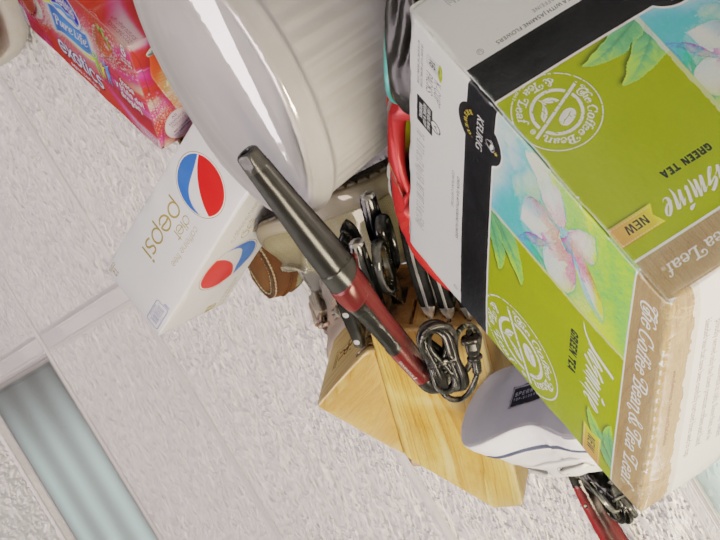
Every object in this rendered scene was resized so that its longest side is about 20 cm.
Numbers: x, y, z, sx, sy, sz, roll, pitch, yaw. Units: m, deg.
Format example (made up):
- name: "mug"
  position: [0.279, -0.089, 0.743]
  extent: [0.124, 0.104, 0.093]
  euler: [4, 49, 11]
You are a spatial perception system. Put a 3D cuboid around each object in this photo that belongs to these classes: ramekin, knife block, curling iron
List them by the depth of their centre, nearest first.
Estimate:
- name: "curling iron"
  position: [0.000, 0.000, 1.717]
  extent: [0.200, 0.050, 0.026]
  euler: [45, -165, -15]
- name: "ramekin"
  position: [-0.049, -0.138, 1.769]
  extent: [0.203, 0.094, 0.203]
  euler: [51, 162, 23]
- name: "knife block"
  position: [0.061, 0.038, 1.798]
  extent: [0.200, 0.064, 0.176]
  euler: [31, 131, -15]
- name: "curling iron"
  position: [0.176, 0.197, 1.834]
  extent: [0.050, 0.026, 0.200]
  euler: [31, 149, 63]

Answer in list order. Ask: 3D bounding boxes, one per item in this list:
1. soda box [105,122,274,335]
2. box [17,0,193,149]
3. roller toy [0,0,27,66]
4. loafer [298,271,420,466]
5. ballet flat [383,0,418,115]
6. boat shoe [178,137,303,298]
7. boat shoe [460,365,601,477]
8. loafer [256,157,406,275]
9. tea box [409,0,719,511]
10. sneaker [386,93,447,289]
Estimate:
- name: "soda box"
  position: [-0.094, -0.046, 1.959]
  extent: [0.064, 0.068, 0.200]
  euler: [50, 135, 15]
- name: "box"
  position: [-0.154, -0.183, 1.975]
  extent: [0.200, 0.100, 0.096]
  euler: [43, 158, 42]
- name: "roller toy"
  position: [-0.378, -0.232, 2.458]
  extent: [0.183, 0.140, 0.200]
  euler: [59, 163, -6]
- name: "loafer"
  position: [0.008, 0.052, 1.994]
  extent: [0.200, 0.063, 0.072]
  euler: [47, 161, 32]
- name: "ballet flat"
  position: [0.041, -0.170, 1.500]
  extent: [0.068, 0.068, 0.201]
  euler: [12, 123, 40]
- name: "boat shoe"
  position: [-0.092, -0.056, 2.068]
  extent: [0.076, 0.074, 0.200]
  euler: [43, 157, 42]
- name: "boat shoe"
  position: [0.134, 0.082, 1.704]
  extent: [0.065, 0.074, 0.200]
  euler: [29, 164, -21]
- name: "loafer"
  position: [-0.011, -0.020, 1.900]
  extent: [0.068, 0.076, 0.200]
  euler: [64, 163, 0]
- name: "tea box"
  position: [0.129, -0.032, 1.378]
  extent: [0.197, 0.133, 0.200]
  euler: [49, 161, 26]
- name: "sneaker"
  position: [0.043, -0.047, 1.642]
  extent: [0.200, 0.077, 0.085]
  euler: [75, -162, -46]
